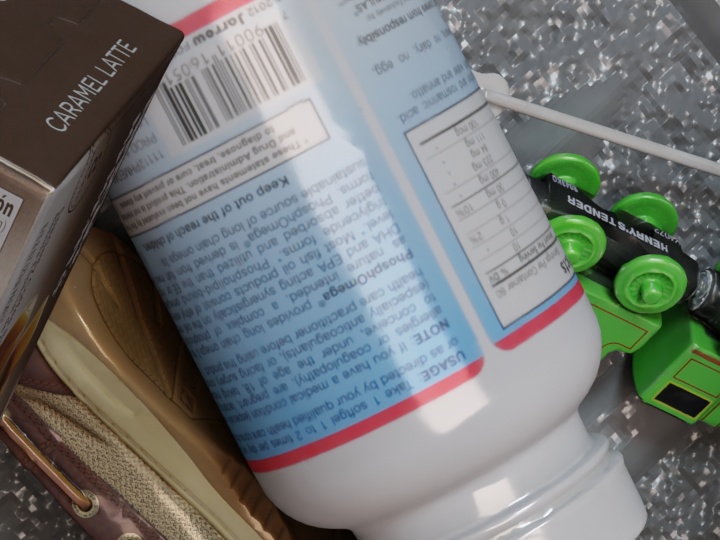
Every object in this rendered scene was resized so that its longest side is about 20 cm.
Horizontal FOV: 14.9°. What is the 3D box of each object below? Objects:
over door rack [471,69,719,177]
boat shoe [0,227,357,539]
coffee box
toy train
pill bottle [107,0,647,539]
[{"bbox_3d":[0.121,-0.095,0.834,0.199,0.067,0.149,16,93,-18],"label":"over door rack"},{"bbox_3d":[-0.050,0.079,0.817,0.072,0.072,0.200,-29,116,21],"label":"boat shoe"},{"bbox_3d":[-0.131,0.020,0.707,0.079,0.114,0.201,28,116,-1],"label":"coffee box"},{"bbox_3d":[0.120,0.026,0.858,0.199,0.042,0.056,26,127,-21],"label":"toy train"},{"bbox_3d":[0.000,0.000,0.774,0.108,0.109,0.201,-28,95,-11],"label":"pill bottle"}]
